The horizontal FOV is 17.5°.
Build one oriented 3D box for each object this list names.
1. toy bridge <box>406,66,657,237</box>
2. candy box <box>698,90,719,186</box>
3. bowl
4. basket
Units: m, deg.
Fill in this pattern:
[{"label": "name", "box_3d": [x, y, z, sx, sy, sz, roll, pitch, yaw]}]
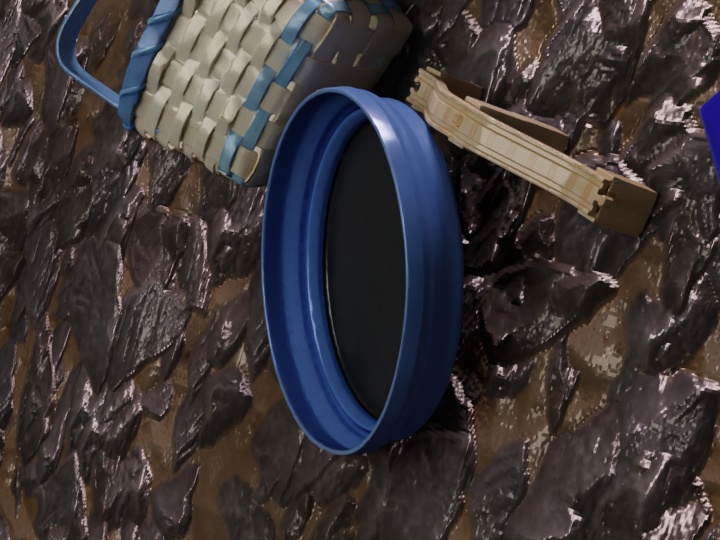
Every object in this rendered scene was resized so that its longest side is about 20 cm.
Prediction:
[{"label": "toy bridge", "box_3d": [0.076, -0.069, 1.222, 0.200, 0.067, 0.027, 39, 108, 56]}, {"label": "candy box", "box_3d": [0.245, -0.051, 0.958, 0.200, 0.077, 0.169, -41, 46, 37]}, {"label": "bowl", "box_3d": [0.000, 0.000, 1.278, 0.201, 0.039, 0.201, 178, 90, -66]}, {"label": "basket", "box_3d": [-0.083, -0.147, 1.405, 0.200, 0.139, 0.176, 41, 112, 22]}]
